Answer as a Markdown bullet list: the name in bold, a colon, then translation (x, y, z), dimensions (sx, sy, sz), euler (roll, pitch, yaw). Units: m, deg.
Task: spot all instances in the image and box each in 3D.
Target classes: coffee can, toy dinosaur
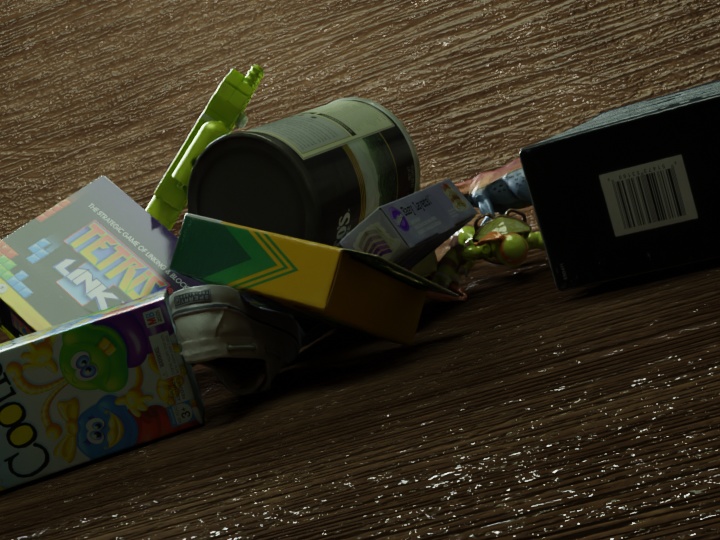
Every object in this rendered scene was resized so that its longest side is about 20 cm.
- **coffee can**: translation (-0.051, -0.079, 1.418), dimensions (0.145, 0.148, 0.199), euler (-14, 8, 34)
- **toy dinosaur**: translation (0.154, -0.084, 1.537), dimensions (0.179, 0.203, 0.105), euler (18, 2, 20)

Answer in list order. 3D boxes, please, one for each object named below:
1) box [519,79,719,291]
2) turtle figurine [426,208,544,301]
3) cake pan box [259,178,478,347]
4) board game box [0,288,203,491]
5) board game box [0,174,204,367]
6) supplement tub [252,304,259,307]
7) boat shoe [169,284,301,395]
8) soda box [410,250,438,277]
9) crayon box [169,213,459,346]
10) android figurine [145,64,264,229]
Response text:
- **box**: translation (0.263, -0.079, 1.169), dimensions (0.198, 0.125, 0.198), euler (-13, 8, 32)
- **turtle figurine**: translation (0.124, -0.022, 1.389), dimensions (0.198, 0.065, 0.161), euler (-19, 5, -4)
- **cake pan box**: translation (0.000, 0.000, 1.347), dimensions (0.184, 0.052, 0.200), euler (-42, -6, 25)
- **board game box**: translation (-0.233, 0.096, 1.163), dimensions (0.198, 0.104, 0.105), euler (-18, 5, -5)
- **board game box**: translation (-0.229, 0.024, 1.318), dimensions (0.165, 0.199, 0.057), euler (-38, -28, -30)
- **supplement tub**: translation (-0.118, 0.008, 1.590), dimensions (0.198, 0.124, 0.122), euler (-15, 5, 36)
- **boat shoe**: translation (-0.096, 0.067, 1.179), dimensions (0.070, 0.071, 0.200), euler (-11, -16, 11)
- **soda box**: translation (0.036, -0.023, 1.689), dimensions (0.063, 0.069, 0.200), euler (-18, 5, -7)
- **crayon box**: translation (-0.038, 0.010, 1.167), dimensions (0.198, 0.052, 0.125), euler (12, -8, 37)
- **android figurine**: translation (-0.156, -0.120, 1.473), dimensions (0.201, 0.041, 0.182), euler (-57, 5, -2)
